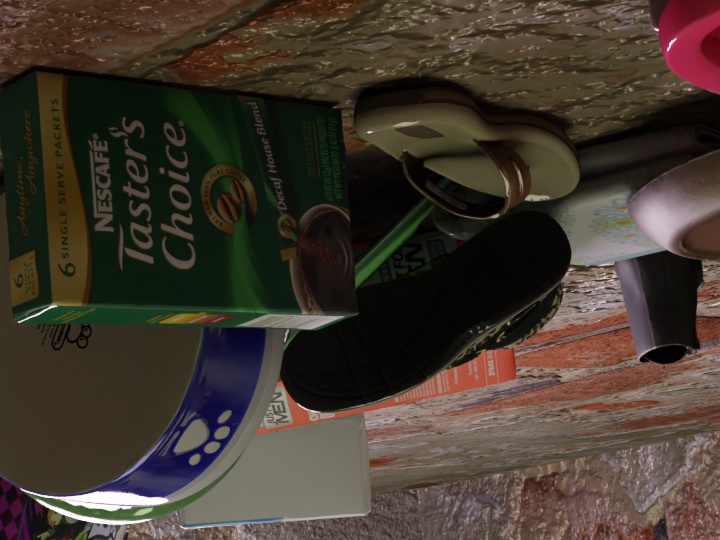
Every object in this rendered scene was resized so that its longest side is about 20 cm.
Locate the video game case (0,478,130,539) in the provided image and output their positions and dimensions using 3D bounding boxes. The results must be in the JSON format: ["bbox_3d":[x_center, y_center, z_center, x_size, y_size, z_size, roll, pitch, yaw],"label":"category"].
[{"bbox_3d":[-0.214,0.133,1.407,0.035,0.202,0.181,8,170,20],"label":"video game case"}]

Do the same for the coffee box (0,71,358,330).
[{"bbox_3d":[-0.092,-0.032,0.971,0.199,0.124,0.044,5,166,-39],"label":"coffee box"}]

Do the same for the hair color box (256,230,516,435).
[{"bbox_3d":[0.006,0.042,1.359,0.198,0.112,0.064,-13,140,0],"label":"hair color box"}]

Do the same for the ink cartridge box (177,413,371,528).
[{"bbox_3d":[-0.069,0.123,1.459,0.145,0.087,0.200,-4,-162,-2],"label":"ink cartridge box"}]

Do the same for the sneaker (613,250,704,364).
[{"bbox_3d":[0.246,0.029,1.517,0.074,0.107,0.200,-10,168,16],"label":"sneaker"}]

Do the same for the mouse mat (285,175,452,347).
[{"bbox_3d":[0.000,0.000,1.230,0.161,0.008,0.200,-44,177,-16],"label":"mouse mat"}]

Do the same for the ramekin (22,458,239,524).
[{"bbox_3d":[-0.161,0.058,1.214,0.198,0.202,0.098,-5,162,-6],"label":"ramekin"}]

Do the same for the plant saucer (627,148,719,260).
[{"bbox_3d":[0.267,-0.044,1.151,0.198,0.032,0.200,-9,166,-2],"label":"plant saucer"}]

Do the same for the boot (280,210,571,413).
[{"bbox_3d":[0.051,0.040,1.227,0.202,0.074,0.154,-30,168,2],"label":"boot"}]

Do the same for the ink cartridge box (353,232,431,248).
[{"bbox_3d":[0.034,0.012,1.474,0.198,0.045,0.176,-7,169,7],"label":"ink cartridge box"}]

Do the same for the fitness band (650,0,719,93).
[{"bbox_3d":[0.224,-0.125,0.882,0.143,0.038,0.199,-17,166,32],"label":"fitness band"}]

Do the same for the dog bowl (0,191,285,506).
[{"bbox_3d":[-0.146,0.035,1.076,0.199,0.202,0.079,-13,165,30],"label":"dog bowl"}]

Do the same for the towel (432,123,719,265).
[{"bbox_3d":[0.174,-0.048,1.251,0.199,0.049,0.171,-14,164,33],"label":"towel"}]

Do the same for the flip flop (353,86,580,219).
[{"bbox_3d":[0.064,-0.061,1.078,0.081,0.058,0.200,-15,164,28],"label":"flip flop"}]
